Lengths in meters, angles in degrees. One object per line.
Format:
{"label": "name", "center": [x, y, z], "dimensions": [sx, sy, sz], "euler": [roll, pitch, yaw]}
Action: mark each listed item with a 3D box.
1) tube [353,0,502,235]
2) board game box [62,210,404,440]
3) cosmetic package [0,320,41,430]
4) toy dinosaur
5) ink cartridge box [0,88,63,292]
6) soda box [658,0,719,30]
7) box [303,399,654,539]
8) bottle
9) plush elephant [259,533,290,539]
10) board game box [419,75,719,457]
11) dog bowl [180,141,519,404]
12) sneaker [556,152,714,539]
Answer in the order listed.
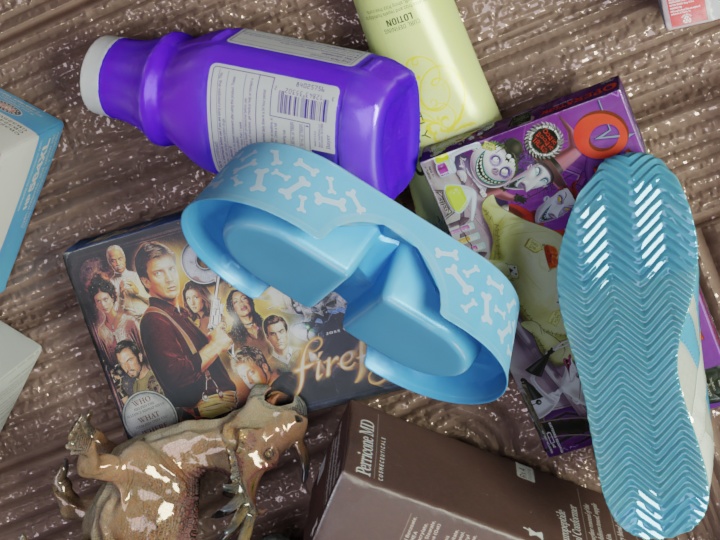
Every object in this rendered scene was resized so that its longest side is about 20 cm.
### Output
{"label": "tube", "center": [0.040, -0.108, 0.907], "dimensions": [0.058, 0.052, 0.202], "euler": [6, 121, 56]}
{"label": "board game box", "center": [-0.067, 0.023, 0.973], "dimensions": [0.198, 0.035, 0.137], "euler": [-16, 102, 16]}
{"label": "cosmetic package", "center": [-0.300, 0.114, 1.025], "dimensions": [0.107, 0.085, 0.201], "euler": [32, 111, 3]}
{"label": "toy dinosaur", "center": [-0.123, 0.151, 0.963], "dimensions": [0.135, 0.086, 0.201], "euler": [29, 115, -4]}
{"label": "ink cartridge box", "center": [-0.279, -0.039, 0.915], "dimensions": [0.128, 0.200, 0.126], "euler": [27, 110, 3]}
{"label": "soda box", "center": [0.248, -0.178, 0.825], "dimensions": [0.198, 0.070, 0.064], "euler": [-10, 104, 15]}
{"label": "box", "center": [0.071, 0.156, 0.930], "dimensions": [0.198, 0.100, 0.076], "euler": [19, 109, -5]}
{"label": "bottle", "center": [-0.065, -0.093, 0.908], "dimensions": [0.198, 0.065, 0.084], "euler": [14, 124, 25]}
{"label": "plush elephant", "center": [-0.049, 0.255, 0.970], "dimensions": [0.199, 0.155, 0.166], "euler": [-25, 99, 17]}
{"label": "board game box", "center": [0.125, 0.003, 0.910], "dimensions": [0.119, 0.032, 0.201], "euler": [-21, 110, 13]}
{"label": "dog bowl", "center": [0.000, 0.000, 0.875], "dimensions": [0.199, 0.050, 0.111], "euler": [31, 155, -10]}
{"label": "sneaker", "center": [0.149, 0.037, 0.870], "dimensions": [0.076, 0.081, 0.202], "euler": [-3, 95, 11]}
